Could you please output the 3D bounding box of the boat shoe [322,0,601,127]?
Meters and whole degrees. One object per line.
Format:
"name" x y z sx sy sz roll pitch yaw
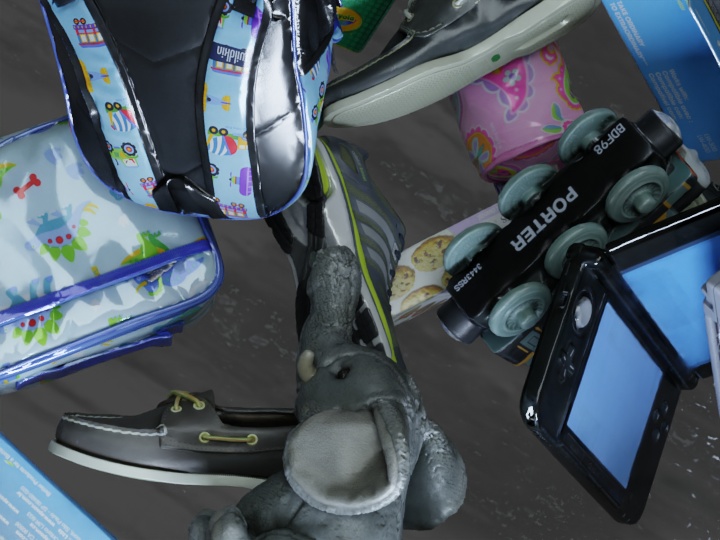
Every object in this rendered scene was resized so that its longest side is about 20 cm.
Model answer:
"boat shoe" 0.057 -0.156 1.544 0.200 0.072 0.068 -29 77 -3

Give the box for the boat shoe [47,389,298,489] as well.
"boat shoe" -0.097 0.106 1.504 0.201 0.072 0.061 9 96 -13

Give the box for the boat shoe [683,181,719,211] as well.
"boat shoe" 0.239 -0.024 1.606 0.199 0.075 0.066 33 30 5

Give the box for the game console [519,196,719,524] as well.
"game console" 0.205 0.059 1.487 0.116 0.200 0.176 9 68 31

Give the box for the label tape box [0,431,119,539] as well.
"label tape box" -0.250 0.215 1.457 0.144 0.063 0.200 42 72 6

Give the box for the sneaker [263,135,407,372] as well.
"sneaker" 0.000 0.000 1.515 0.081 0.074 0.200 -8 81 -45

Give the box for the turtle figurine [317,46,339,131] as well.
"turtle figurine" -0.080 -0.137 1.581 0.200 0.101 0.150 43 71 13

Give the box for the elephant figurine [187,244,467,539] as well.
"elephant figurine" -0.005 0.114 1.415 0.155 0.142 0.200 32 98 -13

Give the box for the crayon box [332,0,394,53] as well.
"crayon box" -0.080 -0.230 1.566 0.200 0.058 0.119 20 32 -23

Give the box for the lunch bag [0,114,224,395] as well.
"lunch bag" -0.196 -0.012 1.530 0.200 0.082 0.161 -19 79 -12

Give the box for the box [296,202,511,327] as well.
"box" 0.052 -0.001 1.582 0.200 0.039 0.041 -26 78 -15

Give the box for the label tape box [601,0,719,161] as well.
"label tape box" 0.210 -0.153 1.550 0.066 0.200 0.143 -24 120 17

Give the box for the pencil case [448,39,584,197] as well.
"pencil case" 0.094 -0.157 1.618 0.087 0.087 0.200 -16 76 -13

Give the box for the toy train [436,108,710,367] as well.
"toy train" 0.140 -0.020 1.531 0.200 0.114 0.085 -45 56 10

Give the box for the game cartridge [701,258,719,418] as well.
"game cartridge" 0.282 0.034 1.495 0.133 0.200 0.041 -39 53 -16

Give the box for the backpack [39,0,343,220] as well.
"backpack" -0.096 -0.137 1.450 0.182 0.200 0.135 5 36 18
